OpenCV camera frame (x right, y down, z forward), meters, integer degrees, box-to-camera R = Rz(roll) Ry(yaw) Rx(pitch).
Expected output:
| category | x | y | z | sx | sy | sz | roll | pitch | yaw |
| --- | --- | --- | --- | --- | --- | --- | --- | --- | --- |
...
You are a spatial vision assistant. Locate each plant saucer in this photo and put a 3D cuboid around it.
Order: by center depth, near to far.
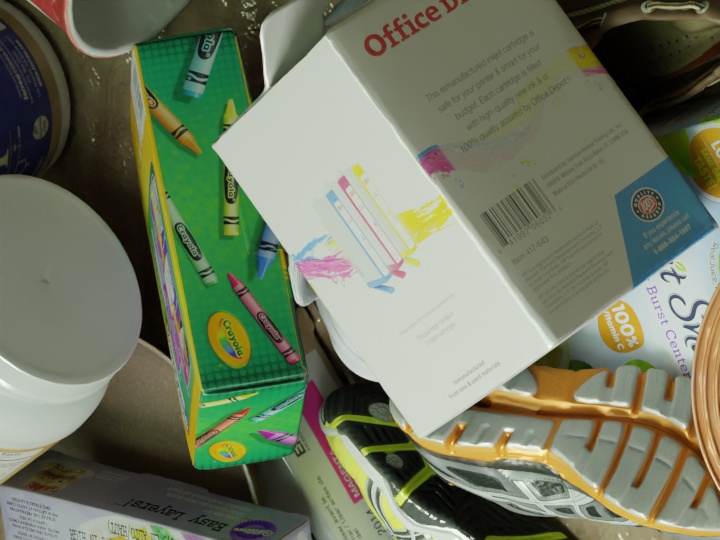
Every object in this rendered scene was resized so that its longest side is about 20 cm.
| category | x | y | z | sx | sy | sz | roll | pitch | yaw |
| --- | --- | --- | --- | --- | --- | --- | --- | --- | --- |
| plant saucer | -0.126 | 0.117 | 1.661 | 0.200 | 0.034 | 0.201 | 18 | 120 | 33 |

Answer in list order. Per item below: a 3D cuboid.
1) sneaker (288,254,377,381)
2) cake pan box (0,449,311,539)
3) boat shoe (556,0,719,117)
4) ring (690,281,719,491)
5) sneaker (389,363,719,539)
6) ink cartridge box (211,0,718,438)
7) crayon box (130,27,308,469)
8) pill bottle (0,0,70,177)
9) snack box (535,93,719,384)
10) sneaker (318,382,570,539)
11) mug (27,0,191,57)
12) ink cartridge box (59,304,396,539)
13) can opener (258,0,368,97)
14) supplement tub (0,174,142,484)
| category | x | y | z | sx | sy | sz | roll | pitch | yaw |
| --- | --- | --- | --- | --- | --- | --- | --- | --- | --- |
| sneaker | 0.000 | 0.000 | 1.528 | 0.075 | 0.115 | 0.200 | -2 | 128 | 6 |
| cake pan box | -0.102 | 0.207 | 1.629 | 0.200 | 0.052 | 0.185 | 12 | 119 | 34 |
| boat shoe | 0.115 | -0.100 | 1.430 | 0.075 | 0.075 | 0.202 | 45 | 135 | -19 |
| ring | 0.254 | 0.052 | 1.388 | 0.200 | 0.019 | 0.201 | 0 | 101 | 2 |
| sneaker | 0.114 | 0.092 | 1.462 | 0.200 | 0.078 | 0.077 | 17 | 151 | 23 |
| ink cartridge box | 0.040 | -0.051 | 1.389 | 0.200 | 0.128 | 0.125 | 55 | 143 | 3 |
| crayon box | -0.076 | -0.010 | 1.552 | 0.119 | 0.058 | 0.200 | 102 | 157 | -67 |
| pill bottle | -0.267 | -0.072 | 1.659 | 0.120 | 0.200 | 0.120 | 17 | 122 | 30 |
| snack box | 0.152 | 0.009 | 1.474 | 0.200 | 0.068 | 0.169 | -17 | 102 | 39 |
| sneaker | 0.045 | 0.146 | 1.619 | 0.200 | 0.075 | 0.076 | 46 | 131 | 11 |
| mug | -0.186 | -0.204 | 1.582 | 0.200 | 0.133 | 0.178 | 35 | 127 | 22 |
| ink cartridge box | -0.058 | 0.142 | 1.694 | 0.165 | 0.075 | 0.200 | -28 | 93 | 43 |
| can opener | 0.021 | -0.129 | 1.513 | 0.067 | 0.053 | 0.200 | 54 | 132 | 1 |
| supplement tub | -0.222 | 0.048 | 1.588 | 0.200 | 0.145 | 0.145 | -36 | 88 | 41 |
